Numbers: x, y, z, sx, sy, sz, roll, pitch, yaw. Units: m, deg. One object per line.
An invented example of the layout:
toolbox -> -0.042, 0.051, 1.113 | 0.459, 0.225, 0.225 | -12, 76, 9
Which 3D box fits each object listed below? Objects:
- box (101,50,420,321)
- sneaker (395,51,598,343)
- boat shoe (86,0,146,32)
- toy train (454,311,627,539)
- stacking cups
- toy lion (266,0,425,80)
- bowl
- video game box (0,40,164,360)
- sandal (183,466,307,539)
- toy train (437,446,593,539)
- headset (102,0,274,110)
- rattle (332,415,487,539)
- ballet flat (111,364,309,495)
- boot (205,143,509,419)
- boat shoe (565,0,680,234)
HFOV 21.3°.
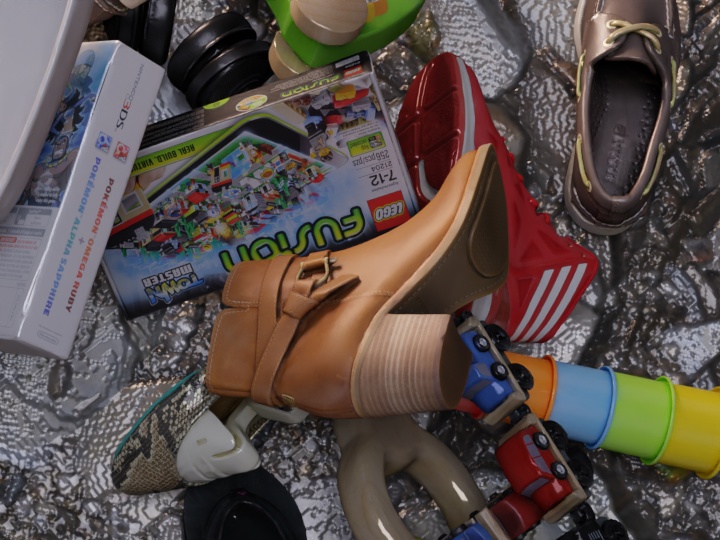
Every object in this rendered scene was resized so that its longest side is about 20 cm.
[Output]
box -> -0.071, -0.051, 1.183 | 0.198, 0.035, 0.111 | -19, 119, 4
sneaker -> 0.088, -0.039, 1.243 | 0.115, 0.078, 0.202 | 15, 61, -33
boat shoe -> -0.181, -0.218, 1.209 | 0.059, 0.072, 0.201 | -32, 42, 10
toy train -> 0.103, 0.112, 1.112 | 0.046, 0.034, 0.201 | -13, 66, -45
stacking cups -> 0.131, 0.086, 1.197 | 0.198, 0.060, 0.061 | 10, 77, -12
toy lion -> -0.026, -0.232, 1.238 | 0.191, 0.069, 0.200 | -32, 73, -35
bowl -> -0.247, -0.130, 1.088 | 0.198, 0.075, 0.202 | 20, 92, 16
video game box -> -0.219, -0.045, 1.150 | 0.047, 0.199, 0.184 | 26, 75, -42
sandal -> -0.061, 0.185, 1.139 | 0.075, 0.048, 0.201 | 0, 47, -14
toy train -> 0.089, 0.148, 1.142 | 0.034, 0.046, 0.200 | 57, 35, 4
headset -> -0.119, -0.142, 1.243 | 0.123, 0.094, 0.201 | 32, 62, 4
rattle -> -0.001, 0.141, 1.204 | 0.129, 0.143, 0.201 | -8, 60, -39
ballet flat -> -0.064, 0.075, 1.162 | 0.200, 0.068, 0.075 | -44, 50, -6
boot -> 0.000, 0.000, 1.125 | 0.153, 0.074, 0.201 | 0, 44, 25
boat shoe -> 0.174, -0.127, 1.253 | 0.071, 0.060, 0.202 | 11, 77, -2
